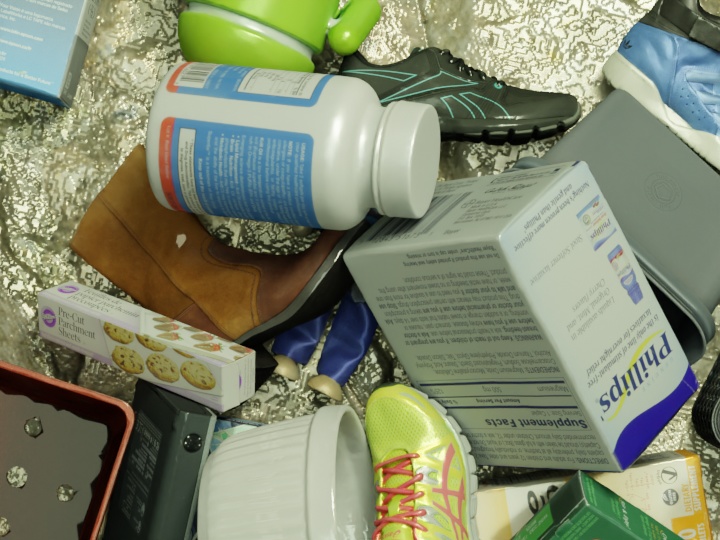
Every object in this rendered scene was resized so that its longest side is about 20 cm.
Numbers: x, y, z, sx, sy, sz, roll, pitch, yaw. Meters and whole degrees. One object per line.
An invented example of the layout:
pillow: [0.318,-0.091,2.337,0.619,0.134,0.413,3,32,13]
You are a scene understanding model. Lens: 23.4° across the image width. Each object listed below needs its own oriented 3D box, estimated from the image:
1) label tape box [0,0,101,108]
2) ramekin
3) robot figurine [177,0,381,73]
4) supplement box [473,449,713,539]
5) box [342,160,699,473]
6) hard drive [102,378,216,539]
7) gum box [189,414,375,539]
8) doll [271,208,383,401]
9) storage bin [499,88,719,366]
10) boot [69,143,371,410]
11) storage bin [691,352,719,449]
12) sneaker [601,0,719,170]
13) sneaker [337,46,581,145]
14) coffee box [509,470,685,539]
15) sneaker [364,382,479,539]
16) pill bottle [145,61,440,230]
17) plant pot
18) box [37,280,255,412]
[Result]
label tape box: [-0.275,-0.247,1.386,0.142,0.066,0.202,16,86,1]
ramekin: [-0.048,0.203,1.260,0.104,0.200,0.202,-7,88,9]
robot figurine: [-0.072,-0.223,1.352,0.174,0.116,0.202,20,89,8]
supplement box: [0.172,0.217,1.354,0.198,0.074,0.127,-10,89,1]
box: [0.116,0.037,1.274,0.105,0.183,0.201,-40,110,-31]
hard drive: [-0.161,0.190,1.320,0.033,0.139,0.202,11,96,-22]
gum box: [-0.079,0.224,1.374,0.168,0.045,0.202,10,89,1]
doll: [0.000,0.000,1.376,0.135,0.048,0.202,23,89,14]
storage bin: [0.204,-0.030,1.341,0.200,0.146,0.134,43,62,3]
boot: [-0.109,-0.024,1.358,0.200,0.068,0.189,46,109,17]
storage bin: [0.360,0.068,1.345,0.134,0.094,0.201,28,88,2]
sneaker: [0.297,-0.139,1.353,0.199,0.077,0.112,39,107,8]
sneaker: [0.075,-0.138,1.368,0.198,0.075,0.080,-1,86,1]
coffee box: [0.196,0.243,1.275,0.199,0.044,0.123,33,114,-19]
sneaker: [0.042,0.181,1.286,0.078,0.090,0.202,-22,82,32]
pill bottle: [-0.047,-0.089,1.272,0.198,0.112,0.114,8,88,17]
plant pot: [-0.280,0.163,1.316,0.198,0.176,0.202,18,89,1]
box: [-0.166,0.056,1.331,0.199,0.039,0.042,19,117,33]
